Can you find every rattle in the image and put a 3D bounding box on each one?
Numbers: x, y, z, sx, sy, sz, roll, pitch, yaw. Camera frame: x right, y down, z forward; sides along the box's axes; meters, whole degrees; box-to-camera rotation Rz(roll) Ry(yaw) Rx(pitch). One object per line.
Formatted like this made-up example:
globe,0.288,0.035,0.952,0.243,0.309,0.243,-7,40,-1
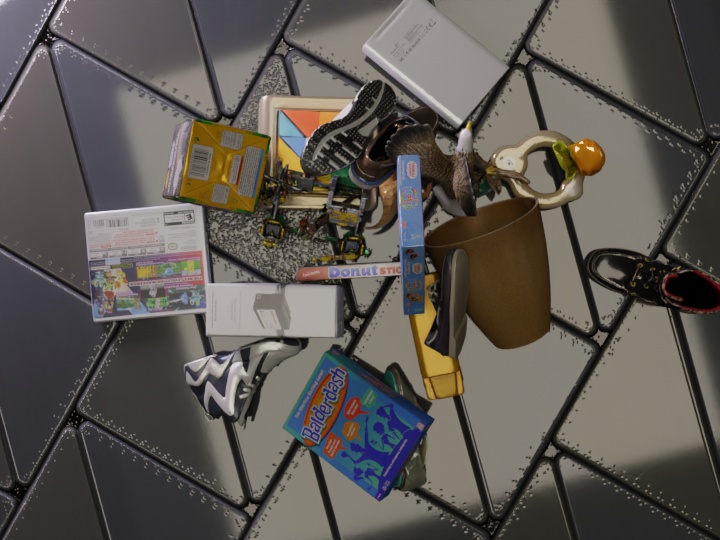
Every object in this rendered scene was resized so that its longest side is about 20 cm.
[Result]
rattle,0.259,-0.154,1.478,0.200,0.143,0.130,5,109,-3

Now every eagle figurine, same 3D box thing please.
eagle figurine,0.138,-0.152,1.422,0.152,0.200,0.151,-13,94,35

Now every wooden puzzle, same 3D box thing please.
wooden puzzle,-0.070,-0.191,1.544,0.200,0.037,0.185,1,91,4

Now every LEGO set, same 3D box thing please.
LEGO set,-0.070,-0.082,1.482,0.200,0.116,0.154,19,110,-4

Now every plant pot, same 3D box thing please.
plant pot,0.218,0.013,1.470,0.186,0.186,0.200,-22,102,3

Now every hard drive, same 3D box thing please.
hard drive,0.120,-0.338,1.524,0.200,0.026,0.132,40,79,2

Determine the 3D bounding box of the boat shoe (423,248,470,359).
boat shoe,0.121,0.048,1.400,0.063,0.073,0.200,15,134,20

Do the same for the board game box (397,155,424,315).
board game box,0.074,-0.048,1.386,0.037,0.200,0.152,-3,60,3

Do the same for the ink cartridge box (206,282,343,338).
ink cartridge box,-0.129,0.062,1.494,0.200,0.145,0.084,1,89,3

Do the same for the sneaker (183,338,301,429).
sneaker,-0.176,0.185,1.531,0.199,0.079,0.130,-17,91,3

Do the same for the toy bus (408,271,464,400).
toy bus,0.117,0.105,1.513,0.065,0.078,0.200,-12,90,4

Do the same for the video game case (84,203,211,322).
video game case,-0.348,-0.013,1.569,0.200,0.023,0.183,-5,90,2

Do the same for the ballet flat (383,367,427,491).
ballet flat,0.075,0.253,1.533,0.064,0.067,0.200,-4,91,-24

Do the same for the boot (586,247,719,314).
boot,0.455,0.017,1.456,0.200,0.151,0.073,24,92,3

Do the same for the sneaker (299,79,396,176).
sneaker,-0.021,-0.206,1.465,0.074,0.080,0.200,46,64,-3

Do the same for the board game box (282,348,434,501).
board game box,-0.006,0.241,1.500,0.200,0.045,0.152,33,105,18

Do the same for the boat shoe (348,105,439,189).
boat shoe,0.066,-0.200,1.479,0.072,0.072,0.200,42,59,1

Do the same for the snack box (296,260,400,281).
snack box,0.000,0.000,1.523,0.200,0.072,0.024,-3,91,3

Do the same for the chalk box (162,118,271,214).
chalk box,-0.232,-0.159,1.484,0.124,0.200,0.125,11,92,-20

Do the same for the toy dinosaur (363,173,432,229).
toy dinosaur,0.054,-0.116,1.509,0.106,0.060,0.200,16,54,-14
